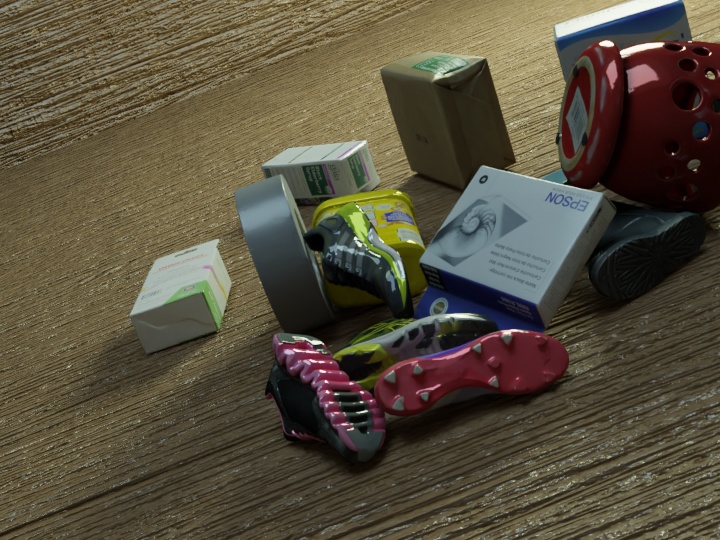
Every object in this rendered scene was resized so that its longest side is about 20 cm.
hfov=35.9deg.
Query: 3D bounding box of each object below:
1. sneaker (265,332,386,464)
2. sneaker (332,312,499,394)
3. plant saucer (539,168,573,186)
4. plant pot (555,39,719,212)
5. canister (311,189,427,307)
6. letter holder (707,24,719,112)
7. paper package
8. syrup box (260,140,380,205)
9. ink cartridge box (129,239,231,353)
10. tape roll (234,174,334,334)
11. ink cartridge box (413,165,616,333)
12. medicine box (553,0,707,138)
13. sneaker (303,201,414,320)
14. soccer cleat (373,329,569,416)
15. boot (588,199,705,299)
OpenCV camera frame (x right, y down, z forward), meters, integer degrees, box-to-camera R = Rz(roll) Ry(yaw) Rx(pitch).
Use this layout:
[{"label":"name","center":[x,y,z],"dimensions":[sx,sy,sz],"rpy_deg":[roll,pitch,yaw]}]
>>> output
[{"label":"sneaker","center":[-0.044,0.150,1.164],"dimensions":[0.079,0.096,0.200],"rpy_deg":[13,21,-36]},{"label":"sneaker","center":[0.057,0.077,1.223],"dimensions":[0.198,0.075,0.085],"rpy_deg":[-14,23,17]},{"label":"plant saucer","center":[0.214,-0.078,1.457],"dimensions":[0.200,0.039,0.201],"rpy_deg":[-30,5,3]},{"label":"plant pot","center":[0.342,-0.179,1.322],"dimensions":[0.181,0.202,0.201],"rpy_deg":[8,20,-8]},{"label":"canister","center":[0.012,-0.031,1.494],"dimensions":[0.147,0.087,0.200],"rpy_deg":[-10,23,-1]},{"label":"letter holder","center":[0.534,-0.299,1.587],"dimensions":[0.100,0.143,0.200],"rpy_deg":[-14,23,16]},{"label":"paper package","center":[0.134,-0.242,1.755],"dimensions":[0.103,0.192,0.200],"rpy_deg":[-27,23,-15]},{"label":"syrup box","center":[-0.070,-0.166,1.912],"dimensions":[0.199,0.079,0.081],"rpy_deg":[1,30,44]},{"label":"ink cartridge box","center":[-0.257,0.033,1.625],"dimensions":[0.116,0.068,0.200],"rpy_deg":[-18,23,9]},{"label":"tape roll","center":[-0.096,-0.020,1.422],"dimensions":[0.066,0.202,0.200],"rpy_deg":[-20,21,0]},{"label":"ink cartridge box","center":[0.158,-0.014,1.245],"dimensions":[0.199,0.041,0.201],"rpy_deg":[20,74,50]},{"label":"medicine box","center":[0.387,-0.273,1.582],"dimensions":[0.181,0.201,0.103],"rpy_deg":[-15,22,16]},{"label":"sneaker","center":[0.000,0.000,1.324],"dimensions":[0.080,0.074,0.200],"rpy_deg":[-26,43,-12]},{"label":"soccer cleat","center":[0.110,0.104,1.126],"dimensions":[0.198,0.067,0.076],"rpy_deg":[-14,-5,-4]},{"label":"boot","center":[0.273,-0.033,1.298],"dimensions":[0.164,0.066,0.200],"rpy_deg":[-22,23,-26]}]
